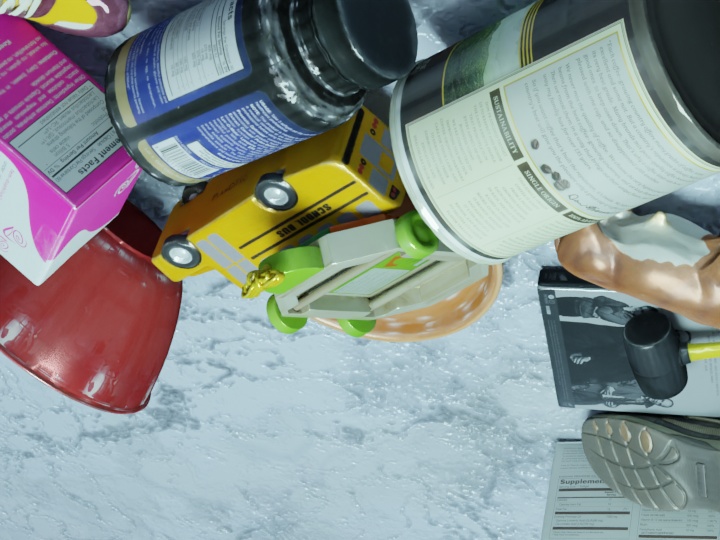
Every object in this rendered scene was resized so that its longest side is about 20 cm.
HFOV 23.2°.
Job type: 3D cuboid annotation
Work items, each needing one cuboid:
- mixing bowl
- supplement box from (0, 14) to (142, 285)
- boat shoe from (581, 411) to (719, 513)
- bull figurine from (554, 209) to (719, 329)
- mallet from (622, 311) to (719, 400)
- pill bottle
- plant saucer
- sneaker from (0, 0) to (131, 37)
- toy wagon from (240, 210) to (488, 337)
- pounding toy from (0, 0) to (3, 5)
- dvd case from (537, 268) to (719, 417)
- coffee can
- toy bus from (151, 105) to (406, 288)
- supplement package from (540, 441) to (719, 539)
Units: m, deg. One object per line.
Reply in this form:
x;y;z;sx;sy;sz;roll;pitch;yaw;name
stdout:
-0.209;0.003;1.339;0.200;0.200;0.109;35;105;-22;mixing bowl
-0.256;-0.104;1.226;0.200;0.103;0.101;42;138;3;supplement box
0.269;0.151;1.402;0.199;0.073;0.075;14;114;41;boat shoe
0.231;-0.011;1.232;0.199;0.065;0.122;15;136;14;bull figurine
0.296;0.062;1.295;0.199;0.041;0.066;-2;135;15;mallet
-0.065;-0.135;1.163;0.199;0.112;0.112;-18;130;35;pill bottle
0.012;-0.022;1.328;0.199;0.038;0.201;10;141;8;plant saucer
-0.254;-0.193;1.176;0.199;0.090;0.075;24;140;-9;sneaker
0.000;0.000;1.223;0.199;0.040;0.155;5;154;-43;toy wagon
-0.248;-0.266;1.003;0.141;0.201;0.184;20;140;-4;pounding toy
0.243;0.058;1.352;0.199;0.025;0.151;2;138;16;dvd case
0.138;-0.103;1.103;0.199;0.147;0.146;-23;127;38;coffee can
-0.060;-0.046;1.246;0.078;0.065;0.200;39;134;-25;toy bus
0.252;0.249;1.502;0.155;0.111;0.201;-2;137;20;supplement package
